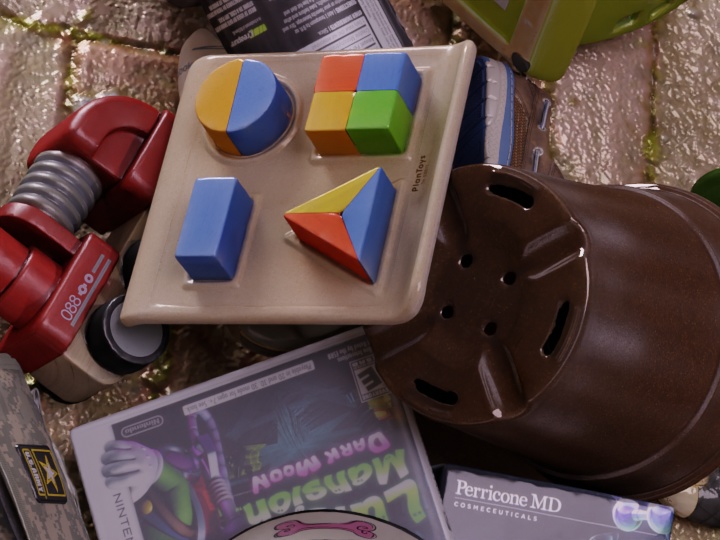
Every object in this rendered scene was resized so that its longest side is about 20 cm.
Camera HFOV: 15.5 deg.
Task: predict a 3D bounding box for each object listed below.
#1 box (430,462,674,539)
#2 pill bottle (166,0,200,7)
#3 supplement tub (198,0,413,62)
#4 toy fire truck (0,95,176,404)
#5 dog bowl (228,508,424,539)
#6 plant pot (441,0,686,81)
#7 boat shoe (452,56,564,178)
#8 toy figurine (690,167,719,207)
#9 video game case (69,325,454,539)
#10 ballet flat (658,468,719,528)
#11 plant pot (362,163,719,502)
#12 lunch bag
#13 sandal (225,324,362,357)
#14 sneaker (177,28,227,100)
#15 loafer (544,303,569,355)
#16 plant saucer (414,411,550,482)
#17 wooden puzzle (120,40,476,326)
[{"bbox_3d":[0.091,0.228,1.584,0.148,0.107,0.200,11,78,-12],"label":"box"},{"bbox_3d":[-0.078,-0.232,1.740,0.200,0.106,0.106,-12,74,-28],"label":"pill bottle"},{"bbox_3d":[-0.025,-0.136,1.639,0.107,0.107,0.200,-31,97,-32],"label":"supplement tub"},{"bbox_3d":[-0.201,-0.036,1.605,0.200,0.129,0.176,38,57,-17],"label":"toy fire truck"},{"bbox_3d":[-0.021,0.236,1.465,0.200,0.074,0.200,0,92,4],"label":"dog bowl"},{"bbox_3d":[0.133,-0.259,1.788,0.200,0.199,0.181,43,63,13],"label":"plant pot"},{"bbox_3d":[0.101,-0.049,1.765,0.072,0.072,0.200,15,63,-20],"label":"boat shoe"},{"bbox_3d":[0.259,0.063,1.757,0.200,0.150,0.184,42,64,-10],"label":"toy figurine"},{"bbox_3d":[-0.054,0.145,1.539,0.200,0.023,0.182,-19,72,5],"label":"video game case"},{"bbox_3d":[0.288,0.137,1.776,0.200,0.057,0.066,2,68,-18],"label":"ballet flat"},{"bbox_3d":[0.113,0.030,1.555,0.198,0.200,0.200,16,57,-55],"label":"plant pot"},{"bbox_3d":[-0.241,0.141,1.498,0.200,0.118,0.164,-14,76,-41],"label":"lunch bag"},{"bbox_3d":[0.000,0.000,1.630,0.200,0.054,0.080,-10,59,-31],"label":"sandal"},{"bbox_3d":[-0.027,-0.121,1.739,0.200,0.075,0.087,4,62,-24],"label":"sneaker"},{"bbox_3d":[0.146,0.042,1.686,0.072,0.063,0.200,-6,79,5],"label":"loafer"},{"bbox_3d":[0.088,0.137,1.699,0.200,0.037,0.200,10,64,-21],"label":"plant saucer"},{"bbox_3d":[-0.041,-0.056,1.520,0.046,0.200,0.185,50,44,-49],"label":"wooden puzzle"}]
